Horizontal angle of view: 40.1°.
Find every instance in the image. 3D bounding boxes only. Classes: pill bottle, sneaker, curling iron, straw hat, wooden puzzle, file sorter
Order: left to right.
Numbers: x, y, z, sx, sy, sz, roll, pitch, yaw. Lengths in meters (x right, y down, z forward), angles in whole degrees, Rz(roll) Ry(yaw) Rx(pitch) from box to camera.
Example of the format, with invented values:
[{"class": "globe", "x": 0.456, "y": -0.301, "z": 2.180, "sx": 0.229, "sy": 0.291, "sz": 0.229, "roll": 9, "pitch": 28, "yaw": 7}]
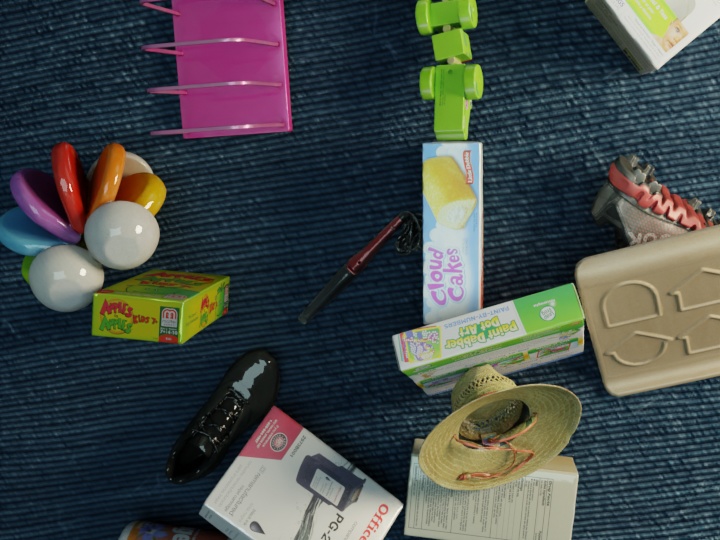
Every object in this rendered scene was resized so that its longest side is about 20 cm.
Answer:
[{"class": "pill bottle", "x": -0.200, "y": 0.378, "z": 1.221, "sx": 0.197, "sy": 0.112, "sz": 0.114, "roll": 6, "pitch": 98, "yaw": 5}, {"class": "file sorter", "x": -0.169, "y": -0.254, "z": 1.120, "sx": 0.137, "sy": 0.125, "sz": 0.203, "roll": -2, "pitch": 98, "yaw": 16}, {"class": "sneaker", "x": -0.168, "y": 0.186, "z": 1.204, "sx": 0.076, "sy": 0.091, "sz": 0.201, "roll": 35, "pitch": 98, "yaw": 3}, {"class": "curling iron", "x": 0.000, "y": 0.000, "z": 1.189, "sx": 0.199, "sy": 0.026, "sz": 0.050, "roll": -38, "pitch": 66, "yaw": 13}, {"class": "straw hat", "x": 0.141, "y": 0.155, "z": 1.092, "sx": 0.199, "sy": 0.086, "sz": 0.202, "roll": -10, "pitch": 139, "yaw": -9}, {"class": "sneaker", "x": 0.348, "y": -0.043, "z": 1.128, "sx": 0.199, "sy": 0.071, "sz": 0.098, "roll": 32, "pitch": 117, "yaw": -9}, {"class": "wooden puzzle", "x": 0.350, "y": 0.043, "z": 1.122, "sx": 0.183, "sy": 0.047, "sz": 0.201, "roll": -14, "pitch": 124, "yaw": 13}]

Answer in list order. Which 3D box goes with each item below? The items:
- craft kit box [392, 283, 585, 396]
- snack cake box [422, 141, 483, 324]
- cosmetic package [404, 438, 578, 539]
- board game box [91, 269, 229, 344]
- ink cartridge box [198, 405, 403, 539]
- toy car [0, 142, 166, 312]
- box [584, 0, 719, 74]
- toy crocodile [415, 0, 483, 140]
[{"class": "craft kit box", "x": 0.149, "y": 0.083, "z": 1.102, "sx": 0.198, "sy": 0.198, "sz": 0.049, "roll": -17, "pitch": 75, "yaw": 7}, {"class": "snack cake box", "x": 0.107, "y": -0.046, "z": 1.131, "sx": 0.066, "sy": 0.115, "sz": 0.203, "roll": 0, "pitch": 97, "yaw": 7}, {"class": "cosmetic package", "x": 0.155, "y": 0.270, "z": 1.186, "sx": 0.197, "sy": 0.071, "sz": 0.107, "roll": 7, "pitch": 97, "yaw": 6}, {"class": "board game box", "x": -0.224, "y": 0.038, "z": 1.135, "sx": 0.100, "sy": 0.200, "sz": 0.048, "roll": 5, "pitch": 98, "yaw": 6}, {"class": "ink cartridge box", "x": -0.070, "y": 0.284, "z": 1.177, "sx": 0.199, "sy": 0.084, "sz": 0.145, "roll": 36, "pitch": 65, "yaw": 1}, {"class": "toy car", "x": -0.329, "y": -0.067, "z": 1.132, "sx": 0.199, "sy": 0.176, "sz": 0.150, "roll": -35, "pitch": 126, "yaw": 10}, {"class": "box", "x": 0.360, "y": -0.323, "z": 1.073, "sx": 0.199, "sy": 0.101, "sz": 0.113, "roll": -39, "pitch": 92, "yaw": 10}, {"class": "toy crocodile", "x": 0.104, "y": -0.247, "z": 1.118, "sx": 0.067, "sy": 0.062, "sz": 0.203, "roll": -4, "pitch": 87, "yaw": 22}]
